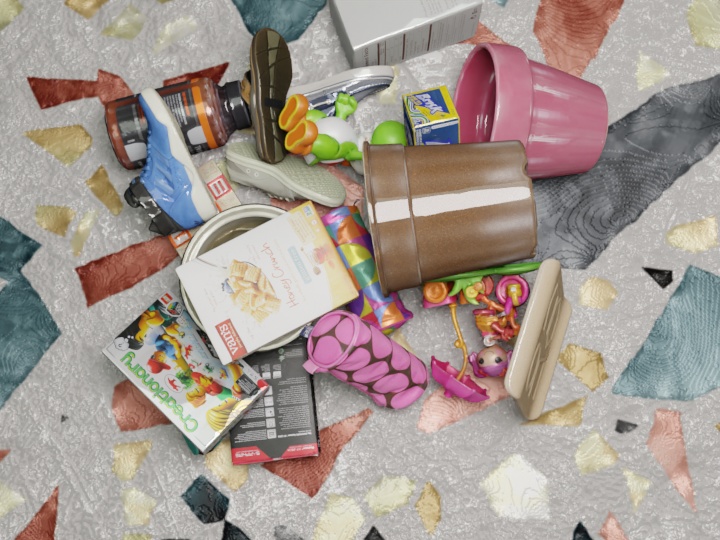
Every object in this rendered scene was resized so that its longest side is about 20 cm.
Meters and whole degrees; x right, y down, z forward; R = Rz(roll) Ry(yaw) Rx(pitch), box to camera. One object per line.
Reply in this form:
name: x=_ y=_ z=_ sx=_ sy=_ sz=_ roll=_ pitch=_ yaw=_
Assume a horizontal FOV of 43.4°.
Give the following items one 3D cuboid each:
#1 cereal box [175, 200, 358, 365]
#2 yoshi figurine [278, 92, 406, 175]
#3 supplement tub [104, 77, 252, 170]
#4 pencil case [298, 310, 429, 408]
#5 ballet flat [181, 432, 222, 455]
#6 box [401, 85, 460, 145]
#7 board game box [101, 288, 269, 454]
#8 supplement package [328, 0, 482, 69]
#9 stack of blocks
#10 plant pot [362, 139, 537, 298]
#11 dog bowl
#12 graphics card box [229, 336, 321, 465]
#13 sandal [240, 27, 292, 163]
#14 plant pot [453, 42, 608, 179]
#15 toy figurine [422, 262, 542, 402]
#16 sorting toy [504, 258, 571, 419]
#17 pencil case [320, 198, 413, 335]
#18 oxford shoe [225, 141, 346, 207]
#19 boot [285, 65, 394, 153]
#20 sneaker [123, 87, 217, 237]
cereal box: x=-0.121 y=0.017 z=1.184 sx=0.200 sy=0.040 sz=0.144 roll=-28 pitch=85 yaw=-4
yoshi figurine: x=-0.006 y=-0.191 z=1.277 sx=0.200 sy=0.112 sz=0.113 roll=14 pitch=91 yaw=-36
supplement tub: x=-0.264 y=-0.220 z=1.327 sx=0.200 sy=0.107 sz=0.107 roll=-15 pitch=80 yaw=0
pencil case: x=0.010 y=0.126 z=1.217 sx=0.091 sy=0.200 sz=0.094 roll=27 pitch=84 yaw=45
ballet flat: x=-0.255 y=0.169 z=1.288 sx=0.073 sy=0.073 sz=0.200 roll=-36 pitch=75 yaw=-4
box: x=0.100 y=-0.155 z=1.251 sx=0.064 sy=0.200 sz=0.070 roll=-13 pitch=53 yaw=-2
board game box: x=-0.239 y=0.137 z=1.242 sx=0.200 sy=0.035 sz=0.126 roll=42 pitch=72 yaw=9
supplement package: x=0.063 y=-0.386 z=1.337 sx=0.200 sy=0.117 sz=0.117 roll=-19 pitch=81 yaw=-2
stack of blocks: x=-0.208 y=-0.045 z=1.319 sx=0.115 sy=0.059 sz=0.200 roll=-33 pitch=81 yaw=-3
plant pot: x=0.113 y=-0.075 z=1.139 sx=0.198 sy=0.200 sz=0.201 roll=-7 pitch=80 yaw=5
dog bowl: x=-0.143 y=0.012 z=1.241 sx=0.200 sy=0.074 sz=0.200 roll=0 pitch=84 yaw=-2
graphics card box: x=-0.128 y=0.169 z=1.285 sx=0.125 sy=0.051 sz=0.200 roll=-7 pitch=81 yaw=1
sandal: x=-0.140 y=-0.251 z=1.302 sx=0.055 sy=0.082 sz=0.200 roll=-4 pitch=87 yaw=34
plant pot: x=0.239 y=-0.209 z=1.274 sx=0.179 sy=0.200 sz=0.200 roll=5 pitch=80 yaw=-12
toy figurine: x=0.163 y=0.088 z=1.249 sx=0.200 sy=0.150 sz=0.184 roll=-6 pitch=92 yaw=18
sorting toy: x=0.235 y=0.096 z=1.211 sx=0.036 sy=0.200 sz=0.185 roll=14 pitch=77 yaw=23
pencil case: x=0.000 y=0.000 z=1.293 sx=0.088 sy=0.088 sz=0.200 roll=-24 pitch=81 yaw=-2
oxford shoe: x=-0.110 y=-0.130 z=1.318 sx=0.200 sy=0.075 sz=0.058 roll=22 pitch=123 yaw=18
boot: x=-0.039 y=-0.237 z=1.346 sx=0.200 sy=0.073 sz=0.090 roll=-14 pitch=85 yaw=9
sneaker: x=-0.288 y=-0.143 z=1.251 sx=0.111 sy=0.077 sz=0.200 roll=-24 pitch=107 yaw=-2
